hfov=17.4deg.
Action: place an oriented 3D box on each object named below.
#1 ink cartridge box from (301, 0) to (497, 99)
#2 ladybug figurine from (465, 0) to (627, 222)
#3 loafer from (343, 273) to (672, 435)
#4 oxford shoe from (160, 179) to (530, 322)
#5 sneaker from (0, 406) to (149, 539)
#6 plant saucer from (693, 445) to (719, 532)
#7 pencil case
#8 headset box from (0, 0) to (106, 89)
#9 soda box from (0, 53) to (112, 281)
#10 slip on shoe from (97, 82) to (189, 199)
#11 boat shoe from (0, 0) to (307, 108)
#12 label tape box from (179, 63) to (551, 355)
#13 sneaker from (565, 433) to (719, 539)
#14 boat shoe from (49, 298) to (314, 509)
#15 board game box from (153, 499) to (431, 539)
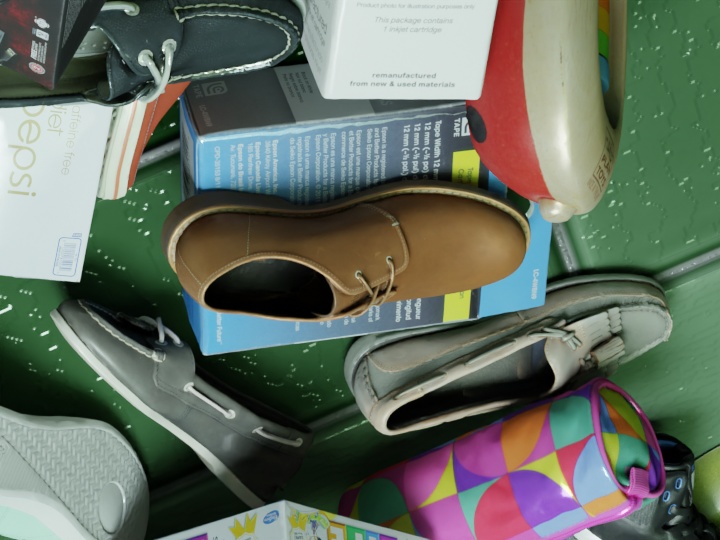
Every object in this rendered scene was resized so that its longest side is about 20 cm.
[{"bbox_3d":[0.018,-0.203,1.110,0.084,0.146,0.201,-1,125,-14],"label":"ink cartridge box"},{"bbox_3d":[0.092,-0.121,1.182,0.071,0.202,0.136,-1,159,15],"label":"ladybug figurine"},{"bbox_3d":[0.092,0.057,1.372,0.198,0.063,0.072,-12,128,-8],"label":"loafer"},{"bbox_3d":[0.000,0.000,1.221,0.198,0.071,0.072,-5,125,-16],"label":"oxford shoe"},{"bbox_3d":[-0.212,0.117,1.338,0.117,0.074,0.200,-5,159,31],"label":"sneaker"},{"bbox_3d":[0.272,0.187,1.542,0.198,0.031,0.201,-8,126,-10],"label":"plant saucer"},{"bbox_3d":[0.081,0.136,1.384,0.199,0.089,0.088,-29,130,28],"label":"pencil case"},{"bbox_3d":[-0.195,-0.181,0.983,0.199,0.075,0.149,27,152,1],"label":"headset box"},{"bbox_3d":[-0.157,-0.099,1.166,0.063,0.068,0.201,6,114,-20],"label":"soda box"},{"bbox_3d":[-0.093,-0.121,1.187,0.061,0.074,0.201,11,116,-27],"label":"slip on shoe"},{"bbox_3d":[-0.120,-0.103,1.089,0.198,0.061,0.076,-3,144,-10],"label":"boat shoe"},{"bbox_3d":[0.003,-0.040,1.277,0.198,0.066,0.144,-9,127,-14],"label":"label tape box"},{"bbox_3d":[0.207,0.166,1.450,0.199,0.073,0.112,19,119,-4],"label":"sneaker"},{"bbox_3d":[-0.098,0.063,1.326,0.057,0.067,0.200,-45,131,-2],"label":"boat shoe"},{"bbox_3d":[-0.074,0.182,1.354,0.199,0.034,0.134,-21,153,35],"label":"board game box"}]
